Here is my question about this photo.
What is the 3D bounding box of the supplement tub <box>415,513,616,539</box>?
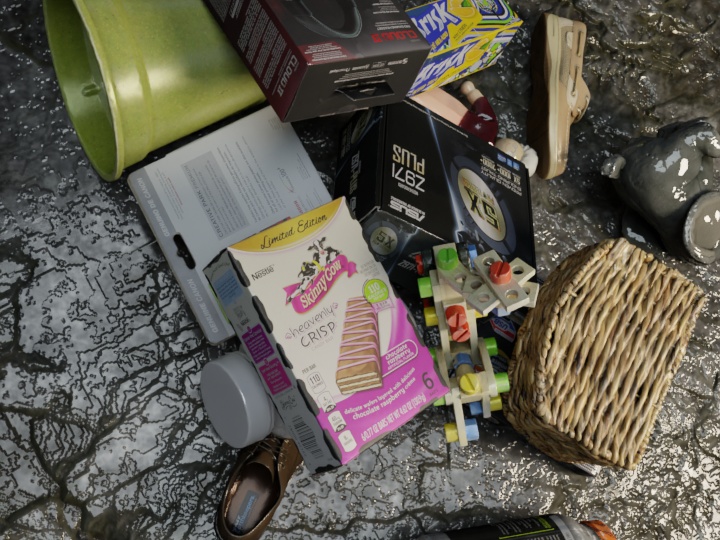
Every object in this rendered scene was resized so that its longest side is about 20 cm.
[{"bbox_3d":[0.156,0.313,0.891,0.198,0.123,0.124,-6,81,-11],"label":"supplement tub"}]

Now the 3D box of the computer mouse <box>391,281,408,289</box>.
[{"bbox_3d":[0.000,0.000,0.969,0.198,0.034,0.059,-8,77,-5],"label":"computer mouse"}]

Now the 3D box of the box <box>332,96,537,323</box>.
[{"bbox_3d":[0.075,-0.065,0.904,0.199,0.086,0.165,25,49,-25],"label":"box"}]

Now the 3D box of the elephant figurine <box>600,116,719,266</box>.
[{"bbox_3d":[0.368,-0.060,1.006,0.154,0.142,0.202,-17,100,15],"label":"elephant figurine"}]

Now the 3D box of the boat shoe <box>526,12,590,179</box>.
[{"bbox_3d":[0.234,-0.201,1.026,0.064,0.071,0.202,6,77,-9],"label":"boat shoe"}]

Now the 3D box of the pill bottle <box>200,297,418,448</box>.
[{"bbox_3d":[-0.047,0.091,0.850,0.199,0.112,0.113,-19,83,-36],"label":"pill bottle"}]

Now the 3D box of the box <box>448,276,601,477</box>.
[{"bbox_3d":[0.201,0.107,0.977,0.199,0.044,0.161,31,75,-4],"label":"box"}]

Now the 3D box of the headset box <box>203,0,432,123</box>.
[{"bbox_3d":[-0.041,-0.230,0.832,0.148,0.077,0.201,-17,64,-36],"label":"headset box"}]

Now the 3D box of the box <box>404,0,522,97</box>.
[{"bbox_3d":[0.083,-0.245,0.965,0.199,0.070,0.064,-30,73,-38],"label":"box"}]

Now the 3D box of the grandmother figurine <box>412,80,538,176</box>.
[{"bbox_3d":[0.108,-0.159,1.002,0.199,0.061,0.122,30,84,-2],"label":"grandmother figurine"}]

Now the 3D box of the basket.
[{"bbox_3d":[0.217,0.079,0.884,0.142,0.149,0.201,29,78,-8],"label":"basket"}]

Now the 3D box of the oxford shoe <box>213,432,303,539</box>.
[{"bbox_3d":[-0.085,0.179,0.888,0.072,0.084,0.202,19,71,-2],"label":"oxford shoe"}]

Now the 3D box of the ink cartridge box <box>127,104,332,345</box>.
[{"bbox_3d":[-0.115,-0.039,0.911,0.174,0.084,0.201,-26,78,-11],"label":"ink cartridge box"}]

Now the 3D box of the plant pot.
[{"bbox_3d":[-0.196,-0.212,0.897,0.183,0.200,0.202,-21,84,-25],"label":"plant pot"}]

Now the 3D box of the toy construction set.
[{"bbox_3d":[0.095,0.052,0.805,0.091,0.201,0.132,0,46,-7],"label":"toy construction set"}]

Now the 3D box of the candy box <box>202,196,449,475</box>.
[{"bbox_3d":[-0.028,0.053,0.771,0.136,0.061,0.201,-27,86,-37],"label":"candy box"}]
